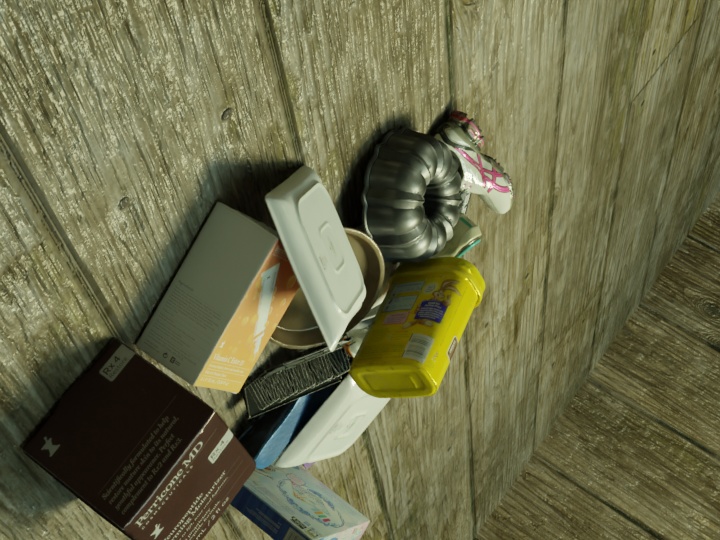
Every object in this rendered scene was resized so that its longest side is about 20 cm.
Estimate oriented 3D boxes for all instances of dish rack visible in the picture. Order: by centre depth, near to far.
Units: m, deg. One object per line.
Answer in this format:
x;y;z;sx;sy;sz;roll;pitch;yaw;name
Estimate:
-0.084;0.147;1.615;0.152;0.055;0.200;-22;173;-20;dish rack

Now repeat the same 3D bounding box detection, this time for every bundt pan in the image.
0.085;-0.106;1.677;0.201;0.075;0.204;-17;110;-54;bundt pan

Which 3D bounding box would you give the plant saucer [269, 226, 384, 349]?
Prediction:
-0.060;0.020;1.583;0.199;0.030;0.201;-17;131;-20;plant saucer

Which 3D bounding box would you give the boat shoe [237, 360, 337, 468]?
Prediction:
-0.117;0.203;1.747;0.200;0.068;0.084;-45;144;-21;boat shoe

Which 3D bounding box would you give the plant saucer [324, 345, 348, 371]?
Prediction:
-0.096;0.207;1.828;0.200;0.019;0.070;-50;139;-15;plant saucer

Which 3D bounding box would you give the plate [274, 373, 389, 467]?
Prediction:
-0.024;0.234;1.811;0.200;0.032;0.200;-51;159;16;plate

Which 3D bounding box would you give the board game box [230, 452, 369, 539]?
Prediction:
-0.109;0.356;1.770;0.044;0.199;0.199;-61;157;11;board game box

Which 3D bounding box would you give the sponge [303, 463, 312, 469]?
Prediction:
-0.027;0.257;1.954;0.200;0.030;0.112;-40;165;-9;sponge

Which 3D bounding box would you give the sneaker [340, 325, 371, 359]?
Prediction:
0.042;0.095;1.810;0.199;0.076;0.092;2;124;-53;sneaker

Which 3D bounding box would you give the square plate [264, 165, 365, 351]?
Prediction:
-0.045;-0.023;1.422;0.028;0.201;0.198;-20;-169;15;square plate

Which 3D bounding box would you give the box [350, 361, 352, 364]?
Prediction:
0.073;0.098;1.944;0.200;0.049;0.082;-48;172;14;box

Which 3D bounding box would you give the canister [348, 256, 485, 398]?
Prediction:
0.081;0.084;1.667;0.087;0.148;0.201;54;47;-31;canister

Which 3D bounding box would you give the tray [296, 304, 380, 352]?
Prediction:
-0.014;0.082;1.813;0.107;0.022;0.200;-30;172;29;tray

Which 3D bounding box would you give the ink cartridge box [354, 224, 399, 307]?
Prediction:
0.000;0.000;1.729;0.200;0.067;0.117;-29;143;-51;ink cartridge box

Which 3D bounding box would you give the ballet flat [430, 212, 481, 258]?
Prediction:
0.116;-0.020;1.809;0.069;0.070;0.200;-31;168;-48;ballet flat

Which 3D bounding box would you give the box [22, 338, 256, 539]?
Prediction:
-0.252;0.220;1.353;0.166;0.164;0.200;-52;156;-16;box

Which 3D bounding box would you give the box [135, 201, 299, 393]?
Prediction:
-0.161;0.036;1.402;0.201;0.097;0.124;-60;158;2;box

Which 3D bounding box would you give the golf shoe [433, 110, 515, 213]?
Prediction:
0.173;-0.155;1.833;0.092;0.072;0.200;-49;123;-15;golf shoe

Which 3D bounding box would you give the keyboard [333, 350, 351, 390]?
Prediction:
-0.039;0.205;1.940;0.104;0.039;0.201;-39;149;-42;keyboard

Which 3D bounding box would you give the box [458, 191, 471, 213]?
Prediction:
0.104;-0.043;1.912;0.193;0.047;0.201;-38;153;-36;box
